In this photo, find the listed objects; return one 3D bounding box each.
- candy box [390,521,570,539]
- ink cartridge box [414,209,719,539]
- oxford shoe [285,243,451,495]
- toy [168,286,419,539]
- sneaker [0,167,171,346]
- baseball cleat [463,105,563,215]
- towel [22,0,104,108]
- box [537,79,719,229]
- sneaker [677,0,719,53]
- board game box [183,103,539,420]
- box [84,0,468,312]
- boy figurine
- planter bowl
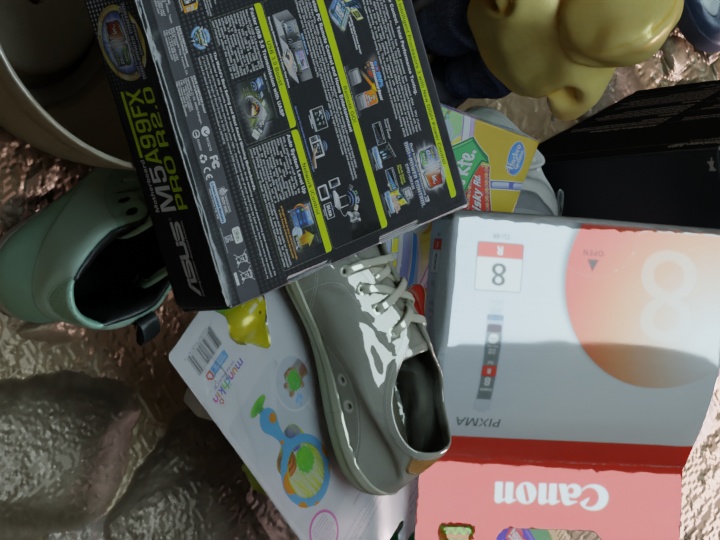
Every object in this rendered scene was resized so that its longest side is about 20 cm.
[{"bbox_3d":[0.045,0.225,1.346,0.200,0.077,0.170,-44,122,-29],"label":"candy box"},{"bbox_3d":[0.112,0.072,1.278,0.161,0.050,0.201,4,87,-15],"label":"ink cartridge box"},{"bbox_3d":[0.002,0.016,1.223,0.075,0.058,0.201,-19,94,-55],"label":"oxford shoe"},{"bbox_3d":[-0.036,0.078,1.244,0.201,0.047,0.115,60,44,-31],"label":"toy"},{"bbox_3d":[-0.091,-0.037,1.215,0.200,0.118,0.074,-44,117,-18],"label":"sneaker"},{"bbox_3d":[0.026,-0.057,1.358,0.199,0.070,0.107,25,60,-23],"label":"baseball cleat"},{"bbox_3d":[-0.136,-0.136,1.270,0.200,0.023,0.145,39,66,-30],"label":"towel"},{"bbox_3d":[0.197,-0.057,1.407,0.141,0.200,0.079,-25,103,-34],"label":"box"},{"bbox_3d":[0.239,-0.243,1.520,0.070,0.082,0.201,0,88,-37],"label":"sneaker"},{"bbox_3d":[0.000,0.000,1.293,0.134,0.034,0.201,17,98,-22],"label":"board game box"},{"bbox_3d":[-0.043,-0.099,1.131,0.160,0.044,0.201,-25,103,-37],"label":"box"},{"bbox_3d":[0.099,-0.140,1.338,0.064,0.200,0.125,-44,110,-29],"label":"boy figurine"},{"bbox_3d":[-0.137,-0.144,1.171,0.199,0.134,0.202,2,86,-39],"label":"planter bowl"}]
